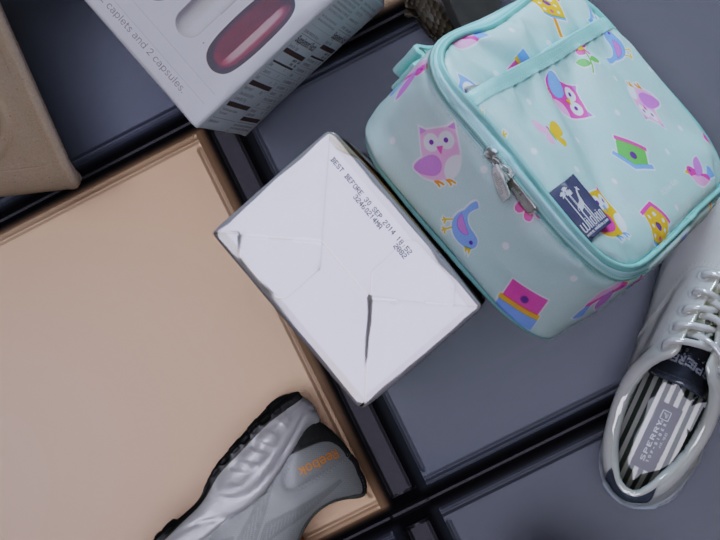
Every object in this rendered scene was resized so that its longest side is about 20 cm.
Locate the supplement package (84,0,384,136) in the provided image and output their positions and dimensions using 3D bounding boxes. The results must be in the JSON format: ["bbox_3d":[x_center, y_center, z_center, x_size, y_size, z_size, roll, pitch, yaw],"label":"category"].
[{"bbox_3d":[-0.097,-0.182,1.117,0.111,0.156,0.200,-42,88,6],"label":"supplement package"}]

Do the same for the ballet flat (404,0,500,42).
[{"bbox_3d":[0.024,-0.215,1.164,0.046,0.067,0.201,-7,107,44],"label":"ballet flat"}]

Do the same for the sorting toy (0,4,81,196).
[{"bbox_3d":[-0.261,-0.115,1.155,0.184,0.037,0.200,-5,130,22],"label":"sorting toy"}]

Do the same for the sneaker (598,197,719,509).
[{"bbox_3d":[0.185,0.038,1.166,0.073,0.071,0.201,19,92,5],"label":"sneaker"}]

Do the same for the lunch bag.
[{"bbox_3d":[0.096,-0.063,1.106,0.077,0.200,0.161,-39,87,33],"label":"lunch bag"}]

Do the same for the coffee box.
[{"bbox_3d":[0.000,0.000,1.118,0.080,0.200,0.113,-40,87,3],"label":"coffee box"}]

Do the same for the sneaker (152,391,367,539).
[{"bbox_3d":[-0.078,0.163,1.197,0.079,0.074,0.200,42,95,-2],"label":"sneaker"}]
